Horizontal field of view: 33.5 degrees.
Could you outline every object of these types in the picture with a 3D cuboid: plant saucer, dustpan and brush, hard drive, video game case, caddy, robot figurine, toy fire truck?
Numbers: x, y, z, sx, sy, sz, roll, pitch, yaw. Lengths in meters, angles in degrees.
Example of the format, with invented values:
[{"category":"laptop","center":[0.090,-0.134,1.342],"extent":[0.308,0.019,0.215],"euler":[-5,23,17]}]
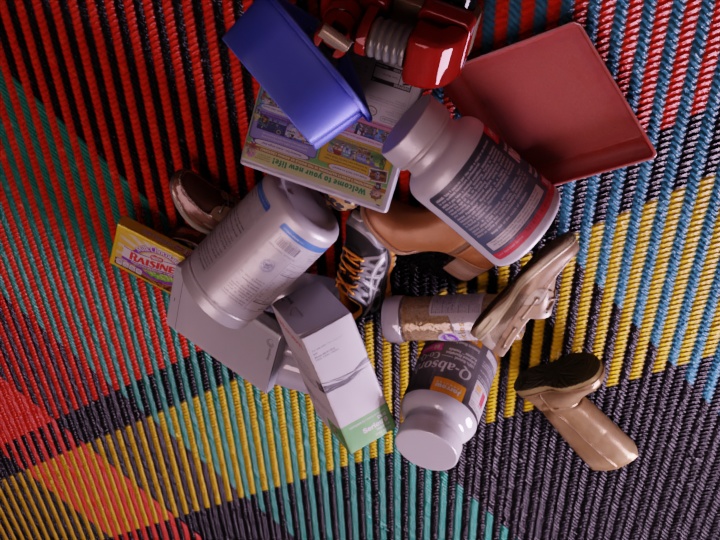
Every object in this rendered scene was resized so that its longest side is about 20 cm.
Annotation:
[{"category":"plant saucer","center":[0.219,-0.191,1.392],"extent":[0.198,0.037,0.200],"euler":[-14,126,39]},{"category":"dustpan and brush","center":[-0.133,0.025,1.781],"extent":[0.198,0.058,0.139],"euler":[0,163,-29]},{"category":"hard drive","center":[-0.205,0.086,1.808],"extent":[0.199,0.027,0.133],"euler":[32,134,15]},{"category":"video game case","center":[-0.034,-0.189,1.469],"extent":[0.198,0.022,0.184],"euler":[19,104,9]},{"category":"caddy","center":[-0.067,-0.236,1.379],"extent":[0.200,0.105,0.141],"euler":[50,-177,0]},{"category":"robot figurine","center":[-0.102,0.128,1.871],"extent":[0.198,0.114,0.170],"euler":[15,168,14]},{"category":"toy fire truck","center":[0.027,-0.258,1.293],"extent":[0.174,0.201,0.129],"euler":[21,142,7]}]

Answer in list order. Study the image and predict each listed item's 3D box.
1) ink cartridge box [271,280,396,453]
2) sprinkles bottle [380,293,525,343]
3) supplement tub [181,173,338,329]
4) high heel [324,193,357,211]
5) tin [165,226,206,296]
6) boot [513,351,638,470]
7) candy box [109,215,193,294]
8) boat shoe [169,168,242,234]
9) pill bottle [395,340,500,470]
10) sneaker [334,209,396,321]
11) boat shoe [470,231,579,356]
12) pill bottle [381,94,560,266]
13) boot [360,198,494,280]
[{"category":"ink cartridge box","center":[-0.039,0.134,1.699],"extent":[0.146,0.083,0.202],"euler":[41,155,62]},{"category":"sprinkles bottle","center":[0.130,0.066,1.685],"extent":[0.198,0.069,0.069],"euler":[-3,134,20]},{"category":"supplement tub","center":[-0.138,-0.030,1.644],"extent":[0.132,0.132,0.200],"euler":[41,112,-18]},{"category":"high heel","center":[-0.064,-0.155,1.568],"extent":[0.199,0.072,0.142],"euler":[36,141,-17]},{"category":"tin","center":[-0.253,0.011,1.888],"extent":[0.111,0.042,0.201],"euler":[14,139,21]},{"category":"boot","center":[0.343,0.210,1.754],"extent":[0.200,0.066,0.174],"euler":[44,151,-20]},{"category":"candy box","center":[-0.290,-0.004,1.844],"extent":[0.198,0.027,0.103],"euler":[27,137,0]},{"category":"boat shoe","center":[-0.191,-0.081,1.727],"extent":[0.071,0.076,0.200],"euler":[-18,133,37]},{"category":"pill bottle","center":[0.125,0.180,1.730],"extent":[0.115,0.201,0.117],"euler":[15,141,13]},{"category":"sneaker","center":[0.000,0.000,1.683],"extent":[0.078,0.077,0.201],"euler":[36,149,34]},{"category":"boat shoe","center":[0.228,0.031,1.575],"extent":[0.064,0.071,0.200],"euler":[41,121,1]},{"category":"pill bottle","center":[0.127,-0.110,1.410],"extent":[0.199,0.120,0.119],"euler":[39,140,-15]},{"category":"boot","center":[0.112,-0.068,1.556],"extent":[0.199,0.077,0.155],"euler":[32,143,-11]}]
